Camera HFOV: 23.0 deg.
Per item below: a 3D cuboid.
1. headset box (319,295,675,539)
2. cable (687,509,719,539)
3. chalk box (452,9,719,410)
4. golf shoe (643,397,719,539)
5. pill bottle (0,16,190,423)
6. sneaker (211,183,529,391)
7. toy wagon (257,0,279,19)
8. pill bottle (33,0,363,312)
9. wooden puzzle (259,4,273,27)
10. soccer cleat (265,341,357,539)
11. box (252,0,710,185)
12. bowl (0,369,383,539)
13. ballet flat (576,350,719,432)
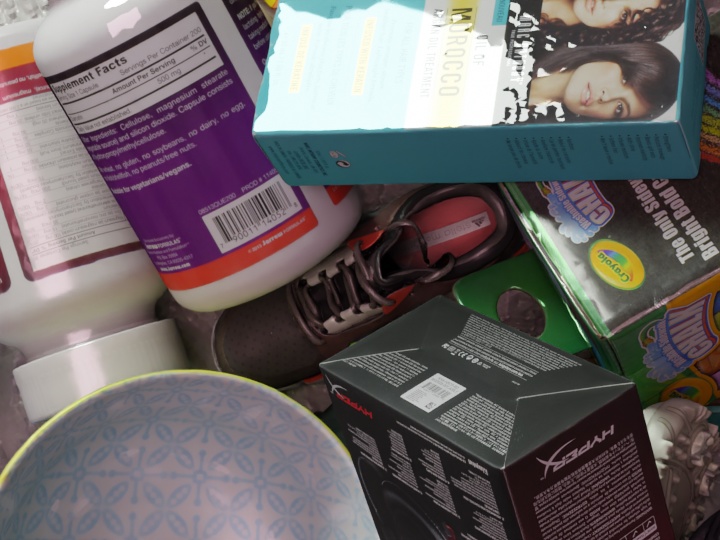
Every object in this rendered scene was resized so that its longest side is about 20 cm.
[{"bbox_3d":[0.073,0.129,0.800,0.075,0.149,0.200,-29,116,-22],"label":"headset box"},{"bbox_3d":[0.218,0.151,0.861,0.051,0.163,0.200,32,101,46],"label":"cable"},{"bbox_3d":[0.144,-0.014,0.845,0.200,0.124,0.125,-30,58,4],"label":"chalk box"},{"bbox_3d":[0.115,0.125,0.871,0.097,0.078,0.200,29,140,21],"label":"golf shoe"},{"bbox_3d":[-0.165,-0.026,0.953,0.109,0.110,0.200,-19,88,12],"label":"pill bottle"},{"bbox_3d":[0.000,0.000,0.931,0.200,0.082,0.077,-32,85,11],"label":"sneaker"},{"bbox_3d":[-0.004,-0.220,0.867,0.155,0.040,0.200,49,122,23],"label":"toy wagon"},{"bbox_3d":[-0.089,-0.087,0.892,0.112,0.112,0.200,-26,105,12],"label":"pill bottle"},{"bbox_3d":[0.001,-0.186,0.922,0.200,0.046,0.186,-19,83,38],"label":"wooden puzzle"},{"bbox_3d":[-0.027,0.126,0.949,0.081,0.067,0.200,49,114,30],"label":"soccer cleat"},{"bbox_3d":[0.055,-0.087,0.813,0.200,0.049,0.082,-1,63,21],"label":"box"},{"bbox_3d":[-0.097,0.149,0.873,0.200,0.108,0.201,2,84,-18],"label":"bowl"},{"bbox_3d":[0.143,0.056,0.920,0.200,0.071,0.065,-5,63,10],"label":"ballet flat"}]
